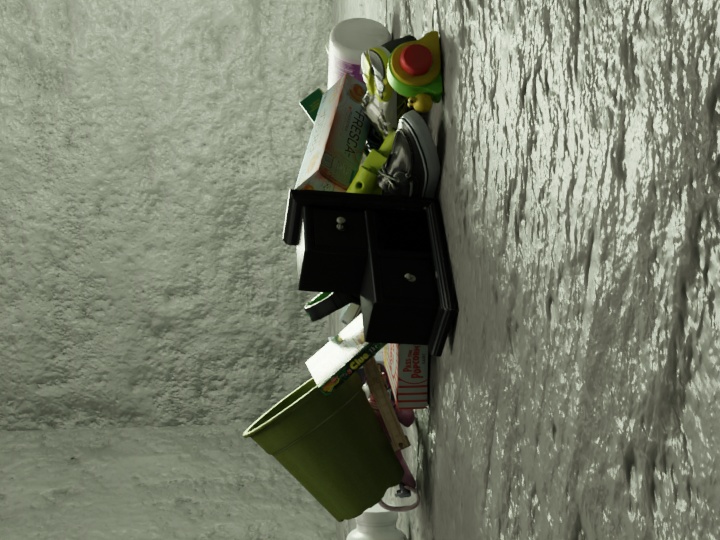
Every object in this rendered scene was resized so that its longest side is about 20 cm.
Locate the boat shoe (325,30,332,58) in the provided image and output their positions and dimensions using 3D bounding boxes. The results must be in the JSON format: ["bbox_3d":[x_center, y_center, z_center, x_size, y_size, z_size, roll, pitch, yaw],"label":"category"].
[{"bbox_3d":[-0.048,-0.546,2.794,0.202,0.072,0.060,-87,-3,-62],"label":"boat shoe"}]

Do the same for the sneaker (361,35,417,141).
[{"bbox_3d":[0.054,-0.248,1.570,0.075,0.085,0.200,55,166,22],"label":"sneaker"}]

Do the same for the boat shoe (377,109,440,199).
[{"bbox_3d":[0.059,-0.122,1.489,0.072,0.071,0.200,55,160,37],"label":"boat shoe"}]

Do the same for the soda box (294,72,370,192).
[{"bbox_3d":[-0.033,-0.189,1.641,0.068,0.064,0.200,-34,33,46],"label":"soda box"}]

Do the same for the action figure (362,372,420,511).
[{"bbox_3d":[0.021,0.256,1.743,0.149,0.134,0.200,-109,16,-73],"label":"action figure"}]

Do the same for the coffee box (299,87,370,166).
[{"bbox_3d":[-0.012,-0.185,1.766,0.200,0.044,0.123,55,-173,23],"label":"coffee box"}]

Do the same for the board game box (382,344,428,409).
[{"bbox_3d":[0.066,0.097,1.676,0.200,0.046,0.152,-108,17,-72],"label":"board game box"}]

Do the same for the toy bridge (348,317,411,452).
[{"bbox_3d":[0.024,0.162,1.613,0.067,0.027,0.200,64,-174,-79],"label":"toy bridge"}]

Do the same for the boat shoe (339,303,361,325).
[{"bbox_3d":[0.049,0.010,1.800,0.201,0.091,0.071,-64,8,4],"label":"boat shoe"}]

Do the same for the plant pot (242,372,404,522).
[{"bbox_3d":[-0.038,0.257,1.642,0.190,0.200,0.200,55,174,0],"label":"plant pot"}]

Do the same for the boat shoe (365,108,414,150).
[{"bbox_3d":[0.040,-0.217,1.734,0.200,0.084,0.069,98,167,-73],"label":"boat shoe"}]

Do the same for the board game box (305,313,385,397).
[{"bbox_3d":[0.013,0.084,1.544,0.023,0.200,0.105,49,179,-17],"label":"board game box"}]

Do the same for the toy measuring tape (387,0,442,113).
[{"bbox_3d":[0.066,-0.294,1.464,0.074,0.073,0.200,101,167,-68],"label":"toy measuring tape"}]

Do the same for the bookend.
[{"bbox_3d":[0.005,0.000,1.431,0.092,0.199,0.199,102,168,-45],"label":"bookend"}]

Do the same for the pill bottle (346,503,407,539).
[{"bbox_3d":[0.028,0.495,1.877,0.104,0.104,0.201,-174,84,-85],"label":"pill bottle"}]

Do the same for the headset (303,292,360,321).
[{"bbox_3d":[0.000,0.000,1.635,0.094,0.200,0.124,59,-171,-6],"label":"headset"}]

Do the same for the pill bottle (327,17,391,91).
[{"bbox_3d":[-0.003,-0.347,2.042,0.200,0.112,0.112,93,174,-48],"label":"pill bottle"}]

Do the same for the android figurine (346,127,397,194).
[{"bbox_3d":[0.019,-0.106,1.596,0.200,0.041,0.182,-59,-16,10],"label":"android figurine"}]

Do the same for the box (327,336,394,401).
[{"bbox_3d":[0.001,0.203,2.085,0.200,0.114,0.133,-124,34,-79],"label":"box"}]
